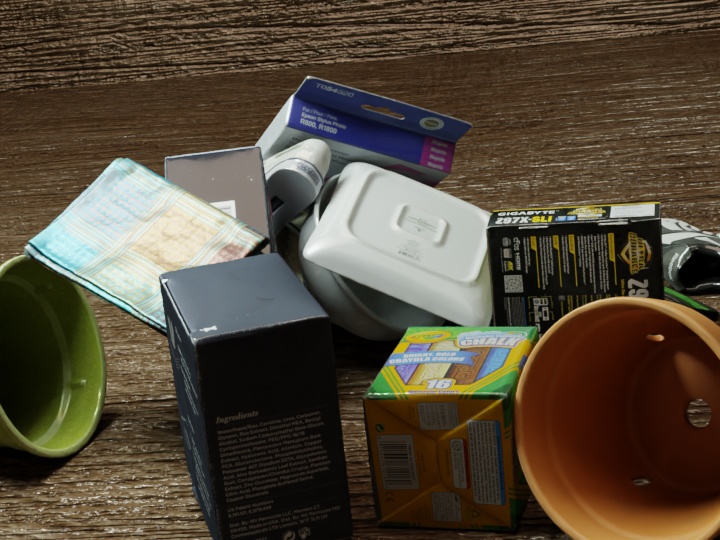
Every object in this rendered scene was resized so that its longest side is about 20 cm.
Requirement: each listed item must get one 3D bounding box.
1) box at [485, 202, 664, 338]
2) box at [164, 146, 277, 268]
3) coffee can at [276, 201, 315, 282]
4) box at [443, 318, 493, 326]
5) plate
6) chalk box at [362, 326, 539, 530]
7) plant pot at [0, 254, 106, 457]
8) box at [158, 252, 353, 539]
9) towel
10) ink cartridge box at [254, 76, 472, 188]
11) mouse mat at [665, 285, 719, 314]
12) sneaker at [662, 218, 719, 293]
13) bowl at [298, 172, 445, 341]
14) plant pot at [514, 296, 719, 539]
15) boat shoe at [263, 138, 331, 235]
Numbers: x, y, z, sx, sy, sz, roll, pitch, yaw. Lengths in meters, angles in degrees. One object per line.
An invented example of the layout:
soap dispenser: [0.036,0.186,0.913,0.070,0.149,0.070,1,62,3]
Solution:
box: [0.204,0.042,1.354,0.159,0.201,0.049,-3,19,12]
box: [-0.134,0.010,1.485,0.104,0.183,0.201,-7,49,-2]
coffee can: [-0.049,-0.023,1.737,0.146,0.147,0.200,6,21,34]
box: [0.176,0.027,1.668,0.199,0.048,0.193,8,21,39]
plate: [0.058,-0.037,1.500,0.199,0.032,0.200,23,36,0]
chalk box: [0.092,0.123,1.263,0.123,0.125,0.200,-1,20,18]
plant pot: [-0.385,0.100,1.446,0.183,0.201,0.200,-13,14,22]
box: [-0.092,0.111,1.242,0.117,0.201,0.197,-10,18,-13]
towel: [-0.206,-0.026,1.389,0.200,0.022,0.147,27,60,29]
ink cartridge box: [-0.005,-0.129,1.610,0.196,0.044,0.200,14,-24,-17]
mouse mat: [0.285,0.000,1.574,0.200,0.008,0.161,29,9,23]
sneaker: [0.373,-0.015,1.696,0.199,0.067,0.090,12,23,40]
bowl: [0.000,0.000,1.585,0.090,0.201,0.201,-35,-1,35]
plant pot: [0.242,0.120,1.147,0.199,0.201,0.140,7,5,38]
boat shoe: [-0.096,-0.088,1.587,0.200,0.071,0.070,-34,21,52]
